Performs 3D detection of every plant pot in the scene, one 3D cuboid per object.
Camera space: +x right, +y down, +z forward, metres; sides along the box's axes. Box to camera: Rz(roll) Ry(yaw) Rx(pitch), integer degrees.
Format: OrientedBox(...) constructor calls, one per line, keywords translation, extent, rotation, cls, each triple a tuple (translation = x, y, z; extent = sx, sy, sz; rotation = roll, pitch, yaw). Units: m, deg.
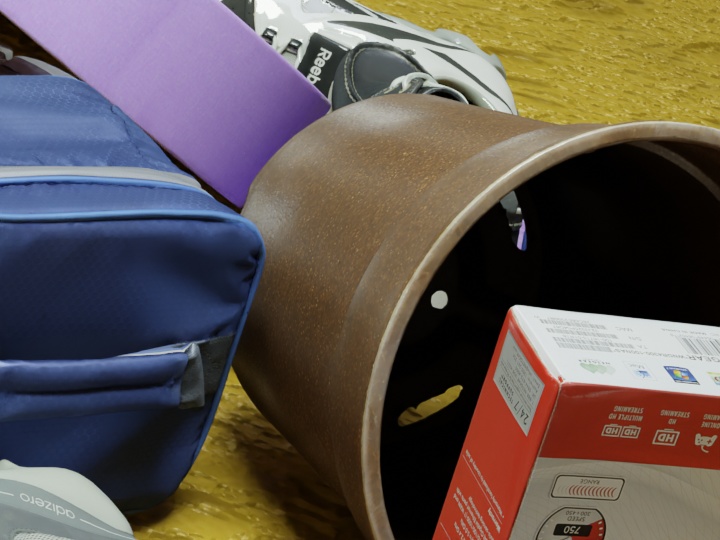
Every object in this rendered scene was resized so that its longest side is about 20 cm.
OrientedBox(translation=(0.052, 0.027, 0.975), extent=(0.199, 0.201, 0.198), rotation=(5, 11, -26), cls="plant pot")

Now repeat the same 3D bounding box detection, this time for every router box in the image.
OrientedBox(translation=(0.119, 0.109, 0.867), extent=(0.199, 0.180, 0.049), rotation=(6, 26, -22), cls="router box")

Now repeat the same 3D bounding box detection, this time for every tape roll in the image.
OrientedBox(translation=(-0.109, -0.114, 1.202), extent=(0.200, 0.066, 0.200), rotation=(39, -1, 0), cls="tape roll")

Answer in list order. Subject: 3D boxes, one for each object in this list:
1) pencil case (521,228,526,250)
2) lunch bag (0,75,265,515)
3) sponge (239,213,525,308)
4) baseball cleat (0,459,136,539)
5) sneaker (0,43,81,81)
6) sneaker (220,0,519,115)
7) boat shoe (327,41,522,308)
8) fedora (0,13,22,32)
OrientedBox(translation=(0.149, 0.029, 1.168), extent=(0.087, 0.078, 0.200), rotation=(-20, 38, -17), cls="pencil case")
OrientedBox(translation=(-0.131, 0.016, 0.947), extent=(0.199, 0.136, 0.132), rotation=(-3, 32, -39), cls="lunch bag")
OrientedBox(translation=(0.000, 0.000, 1.193), extent=(0.111, 0.030, 0.200), rotation=(24, 26, 13), cls="sponge")
OrientedBox(translation=(-0.141, 0.104, 0.838), extent=(0.199, 0.070, 0.106), rotation=(-8, 34, -41), cls="baseball cleat")
OrientedBox(translation=(-0.215, -0.076, 1.161), extent=(0.199, 0.076, 0.116), rotation=(22, 28, 9), cls="sneaker")
OrientedBox(translation=(-0.011, -0.097, 1.333), extent=(0.199, 0.074, 0.089), rotation=(10, 24, -15), cls="sneaker")
OrientedBox(translation=(0.033, -0.058, 1.214), extent=(0.071, 0.068, 0.200), rotation=(7, 29, -18), cls="boat shoe")
OrientedBox(translation=(-0.133, -0.171, 1.357), extent=(0.200, 0.201, 0.092), rotation=(-2, 64, -36), cls="fedora")
